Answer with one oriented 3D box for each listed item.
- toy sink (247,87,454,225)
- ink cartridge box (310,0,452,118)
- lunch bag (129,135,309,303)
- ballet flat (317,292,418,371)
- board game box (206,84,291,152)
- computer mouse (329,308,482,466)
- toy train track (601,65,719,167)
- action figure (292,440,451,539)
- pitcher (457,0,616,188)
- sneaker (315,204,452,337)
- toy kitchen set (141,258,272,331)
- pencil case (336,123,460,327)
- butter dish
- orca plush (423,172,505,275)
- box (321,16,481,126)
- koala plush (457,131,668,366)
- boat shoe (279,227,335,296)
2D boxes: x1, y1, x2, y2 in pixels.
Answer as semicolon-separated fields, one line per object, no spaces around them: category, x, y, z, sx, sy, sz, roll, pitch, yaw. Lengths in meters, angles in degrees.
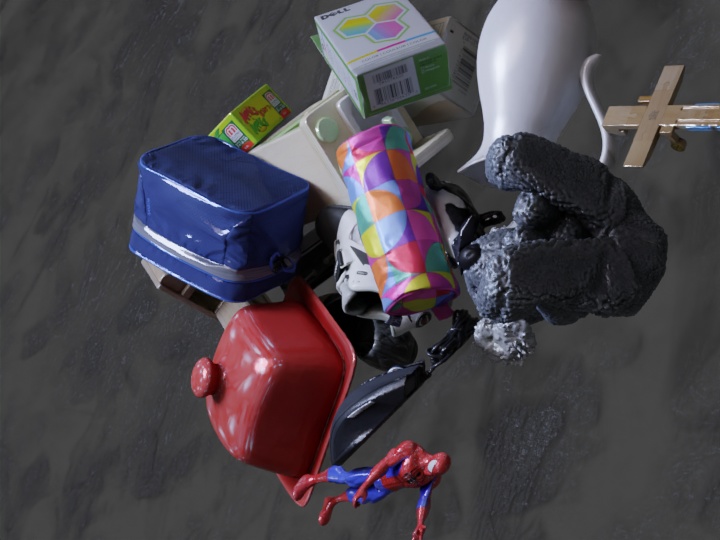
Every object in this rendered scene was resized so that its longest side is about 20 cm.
toy sink;-0.016;-0.142;1.696;0.130;0.112;0.200;-40;13;-33
ink cartridge box;0.015;-0.252;1.661;0.103;0.060;0.200;-20;38;-8
lunch bag;-0.152;-0.048;1.679;0.199;0.136;0.133;28;123;28
ballet flat;-0.005;0.058;1.650;0.200;0.057;0.067;23;86;57
board game box;-0.176;-0.131;1.825;0.200;0.048;0.102;-41;5;34
computer mouse;0.039;0.107;1.517;0.200;0.046;0.140;-47;-5;29
toy train track;0.314;-0.135;1.405;0.199;0.033;0.115;6;64;48
action figure;0.010;0.229;1.496;0.200;0.065;0.099;-26;28;40
pitcher;0.194;-0.184;1.532;0.171;0.121;0.201;8;83;34
sneaker;0.000;0.000;1.608;0.088;0.074;0.200;-35;48;-20
toy kitchen set;-0.142;-0.036;1.801;0.181;0.163;0.200;-54;35;10
pencil case;0.038;-0.047;1.535;0.088;0.088;0.201;-31;67;36
butter dish;-0.112;0.123;1.636;0.200;0.147;0.201;50;126;53
orca plush;0.113;-0.058;1.558;0.071;0.106;0.200;-17;5;-1
box;0.051;-0.223;1.759;0.199;0.078;0.095;-2;65;52
koala plush;0.166;-0.002;1.415;0.200;0.183;0.178;136;143;-59
boat shoe;-0.012;-0.030;1.725;0.199;0.071;0.064;-32;75;24
